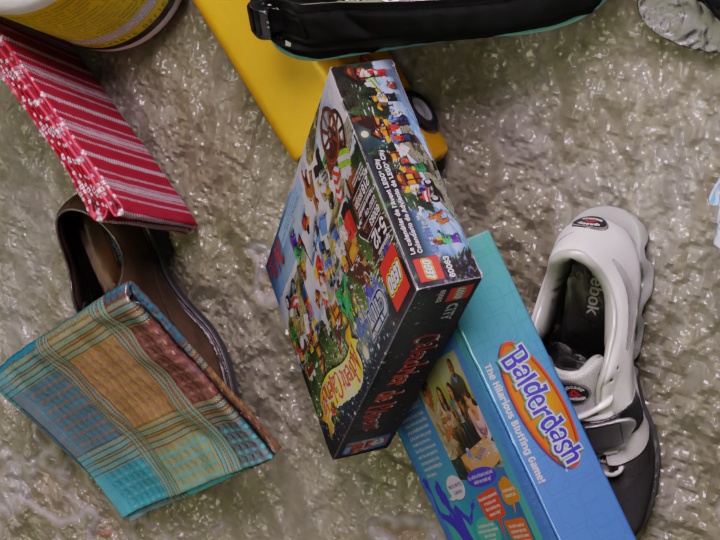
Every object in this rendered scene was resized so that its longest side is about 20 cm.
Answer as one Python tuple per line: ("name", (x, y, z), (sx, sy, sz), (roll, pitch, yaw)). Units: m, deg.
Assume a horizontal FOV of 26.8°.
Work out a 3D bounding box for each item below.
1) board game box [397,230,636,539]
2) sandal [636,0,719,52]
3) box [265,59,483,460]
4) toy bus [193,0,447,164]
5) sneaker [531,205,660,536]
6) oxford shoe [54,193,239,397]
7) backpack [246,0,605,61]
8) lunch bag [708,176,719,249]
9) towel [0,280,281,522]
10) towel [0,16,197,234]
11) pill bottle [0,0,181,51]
("board game box", (0.071, 0.093, 0.862), (0.201, 0.045, 0.152), (65, 158, 6))
("sandal", (0.235, -0.149, 0.771), (0.200, 0.048, 0.076), (3, 103, 27))
("box", (0.000, 0.000, 0.836), (0.200, 0.038, 0.137), (113, 142, -56))
("toy bus", (-0.033, -0.133, 0.902), (0.065, 0.078, 0.200), (-35, 83, 30))
("sneaker", (0.124, 0.070, 0.858), (0.074, 0.088, 0.201), (1, 102, 27))
("oxford shoe", (-0.148, 0.041, 1.001), (0.073, 0.084, 0.200), (-31, 87, 28))
("backpack", (0.040, -0.205, 0.790), (0.199, 0.176, 0.154), (2, 59, 8))
("lunch bag", (0.277, -0.053, 0.712), (0.199, 0.127, 0.170), (22, 116, 15))
("towel", (-0.151, 0.092, 0.986), (0.147, 0.022, 0.200), (48, 141, -11))
("towel", (-0.186, -0.106, 0.956), (0.022, 0.145, 0.200), (-38, 81, 10))
("pill bottle", (-0.186, -0.199, 0.891), (0.111, 0.200, 0.112), (0, 89, 16))
